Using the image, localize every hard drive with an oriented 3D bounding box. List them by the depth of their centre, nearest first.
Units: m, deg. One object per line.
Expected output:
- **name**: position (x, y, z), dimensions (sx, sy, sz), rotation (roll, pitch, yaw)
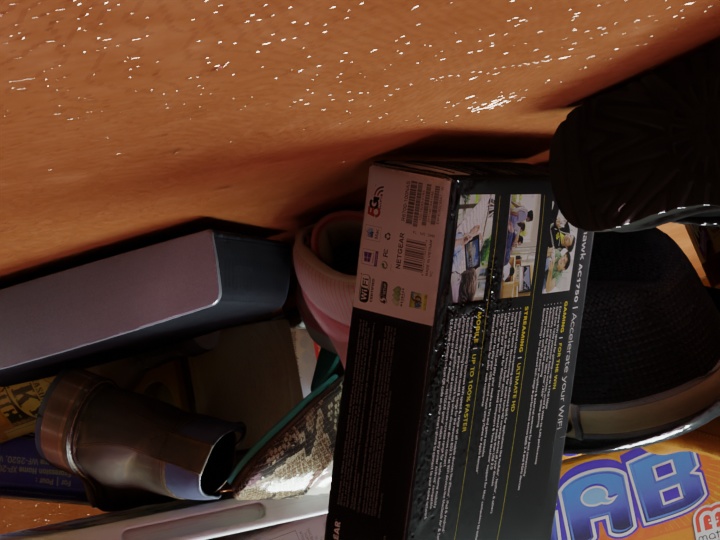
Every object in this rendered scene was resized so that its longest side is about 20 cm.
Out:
- **hard drive**: position (-0.143, 0.024, 0.903), dimensions (0.198, 0.043, 0.135), rotation (-16, 173, 15)

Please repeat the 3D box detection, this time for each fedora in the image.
- **fedora**: position (0.145, 0.026, 1.010), dimensions (0.199, 0.092, 0.201), rotation (-17, -157, 8)

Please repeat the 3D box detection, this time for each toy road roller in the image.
- **toy road roller**: position (-0.098, 0.085, 1.161), dimensions (0.199, 0.124, 0.145), rotation (-14, 175, 39)

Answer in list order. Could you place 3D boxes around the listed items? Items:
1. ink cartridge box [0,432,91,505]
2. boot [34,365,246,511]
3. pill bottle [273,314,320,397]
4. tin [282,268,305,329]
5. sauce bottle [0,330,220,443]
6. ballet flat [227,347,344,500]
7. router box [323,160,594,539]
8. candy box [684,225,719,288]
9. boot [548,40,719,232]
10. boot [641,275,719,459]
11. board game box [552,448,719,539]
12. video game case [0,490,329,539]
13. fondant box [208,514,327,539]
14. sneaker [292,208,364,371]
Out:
- **ink cartridge box**: position (-0.284, 0.123, 1.120), dimensions (0.196, 0.044, 0.200), rotation (7, 176, -20)
- **boot**: position (-0.106, 0.114, 0.970), dimensions (0.096, 0.075, 0.200), rotation (17, 170, 18)
- **pill bottle**: position (-0.075, 0.095, 1.360), dimensions (0.198, 0.110, 0.109), rotation (-16, 173, 15)
- **tin**: position (0.032, 0.005, 1.152), dimensions (0.199, 0.042, 0.112), rotation (-9, 176, -40)
- **sauce bottle**: position (-0.178, 0.057, 1.023), dimensions (0.199, 0.065, 0.065), rotation (-22, 171, 23)
- **ballet flat**: position (-0.007, 0.084, 0.989), dimensions (0.068, 0.075, 0.200), rotation (-50, -177, 33)
- **router box**: position (0.052, 0.049, 0.837), dimensions (0.051, 0.202, 0.149), rotation (13, -170, 35)
- **candy box**: position (0.310, -0.054, 1.052), dimensions (0.199, 0.057, 0.117), rotation (-23, 173, -1)
- **boot**: position (0.205, -0.060, 0.753), dimensions (0.157, 0.080, 0.210), rotation (0, 177, -38)
- **boot**: position (0.245, 0.065, 1.064), dimensions (0.201, 0.071, 0.143), rotation (-29, -152, -37)
- **board game box**: position (0.144, 0.105, 1.257), dimensions (0.198, 0.202, 0.200), rotation (-14, -166, -4)
- **video game case**: position (-0.135, 0.157, 1.028), dimensions (0.181, 0.024, 0.200), rotation (-8, 174, -27)
- **fondant box**: position (-0.033, 0.177, 1.105), dimensions (0.199, 0.059, 0.144), rotation (-22, -178, 19)
- **sneaker**: position (0.000, 0.000, 0.945), dimensions (0.075, 0.105, 0.200), rotation (-20, -156, -5)
